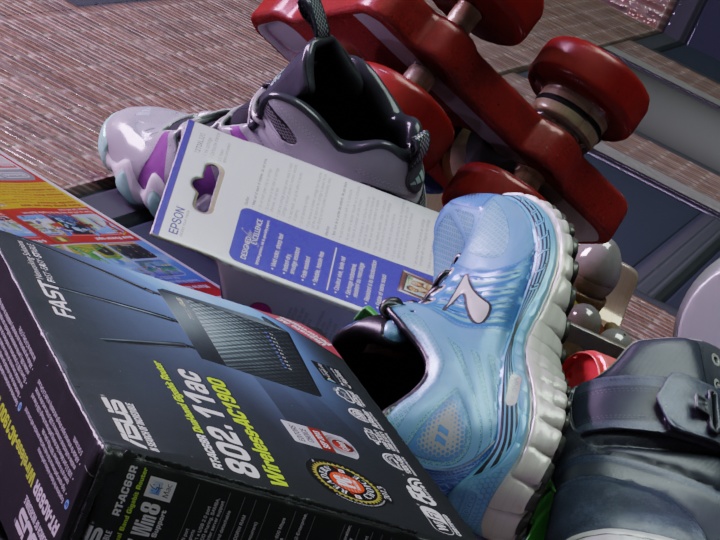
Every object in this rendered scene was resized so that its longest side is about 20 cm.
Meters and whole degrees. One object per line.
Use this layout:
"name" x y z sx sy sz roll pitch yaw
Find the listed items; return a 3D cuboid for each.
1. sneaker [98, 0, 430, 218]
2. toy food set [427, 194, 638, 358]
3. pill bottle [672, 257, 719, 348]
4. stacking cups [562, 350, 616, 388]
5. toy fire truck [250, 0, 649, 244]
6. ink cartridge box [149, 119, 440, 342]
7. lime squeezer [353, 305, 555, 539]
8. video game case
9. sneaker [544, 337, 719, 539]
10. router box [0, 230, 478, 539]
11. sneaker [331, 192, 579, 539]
"sneaker" -0.044 -0.079 1.318 0.200 0.140 0.078 24 37 24
"toy food set" 0.099 0.006 1.463 0.143 0.060 0.200 24 13 -6
"pill bottle" 0.228 0.042 1.403 0.111 0.111 0.200 30 6 18
"stacking cups" 0.179 0.086 1.264 0.200 0.061 0.061 23 12 -35
"toy fire truck" 0.047 -0.087 1.420 0.200 0.112 0.168 41 -16 -22
"ink cartridge box" 0.000 0.000 1.227 0.200 0.037 0.095 22 38 -8
"lime squeezer" 0.055 0.092 1.087 0.071 0.038 0.200 6 37 -28
"video game case" -0.168 -0.025 1.194 0.200 0.017 0.143 31 14 22
"sneaker" 0.164 0.107 1.059 0.202 0.077 0.146 25 37 -17
"router box" -0.060 0.065 0.947 0.150 0.062 0.200 17 16 -26
"sneaker" 0.036 0.024 1.069 0.090 0.078 0.200 17 31 -7
